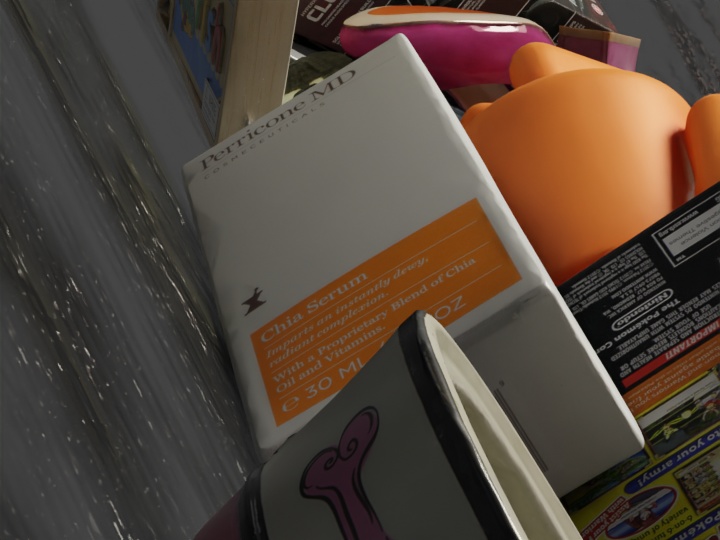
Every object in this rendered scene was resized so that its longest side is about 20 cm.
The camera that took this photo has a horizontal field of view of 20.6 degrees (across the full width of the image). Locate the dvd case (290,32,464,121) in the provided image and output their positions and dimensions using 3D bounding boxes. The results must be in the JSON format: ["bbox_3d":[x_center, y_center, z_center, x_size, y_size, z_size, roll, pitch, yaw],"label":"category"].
[{"bbox_3d":[0.010,-0.107,0.993,0.199,0.025,0.151,26,30,-30],"label":"dvd case"}]

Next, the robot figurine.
[{"bbox_3d":[0.097,0.000,0.784,0.117,0.143,0.201,59,14,-51],"label":"robot figurine"}]

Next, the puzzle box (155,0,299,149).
[{"bbox_3d":[-0.055,-0.141,0.834,0.200,0.025,0.134,-119,-144,-64],"label":"puzzle box"}]

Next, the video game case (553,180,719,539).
[{"bbox_3d":[0.089,0.055,0.607,0.026,0.199,0.181,53,7,-28],"label":"video game case"}]

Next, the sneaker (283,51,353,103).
[{"bbox_3d":[0.000,0.000,0.822,0.089,0.076,0.201,54,15,-58],"label":"sneaker"}]

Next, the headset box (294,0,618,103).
[{"bbox_3d":[0.012,-0.168,0.975,0.199,0.077,0.149,20,33,-41],"label":"headset box"}]

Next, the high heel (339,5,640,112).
[{"bbox_3d":[0.062,-0.067,0.902,0.199,0.097,0.067,1,9,-43],"label":"high heel"}]

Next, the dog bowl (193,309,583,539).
[{"bbox_3d":[0.033,0.113,0.430,0.201,0.074,0.200,59,5,-8],"label":"dog bowl"}]

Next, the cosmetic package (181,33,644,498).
[{"bbox_3d":[0.009,0.007,0.659,0.071,0.101,0.200,56,5,-29],"label":"cosmetic package"}]
